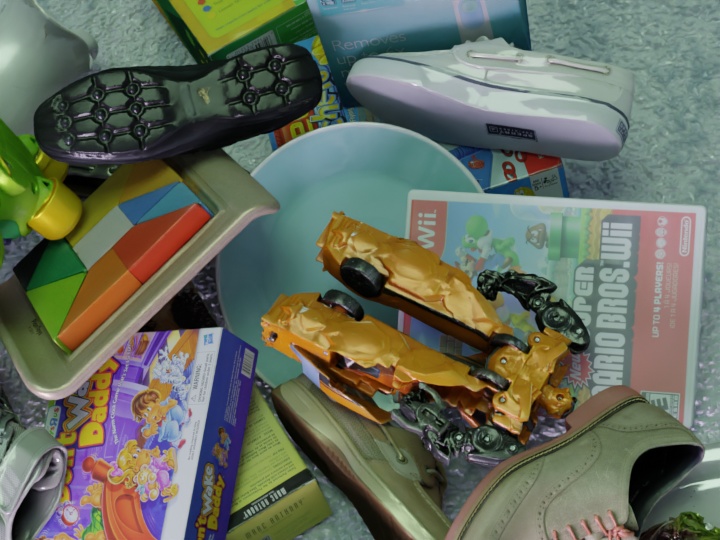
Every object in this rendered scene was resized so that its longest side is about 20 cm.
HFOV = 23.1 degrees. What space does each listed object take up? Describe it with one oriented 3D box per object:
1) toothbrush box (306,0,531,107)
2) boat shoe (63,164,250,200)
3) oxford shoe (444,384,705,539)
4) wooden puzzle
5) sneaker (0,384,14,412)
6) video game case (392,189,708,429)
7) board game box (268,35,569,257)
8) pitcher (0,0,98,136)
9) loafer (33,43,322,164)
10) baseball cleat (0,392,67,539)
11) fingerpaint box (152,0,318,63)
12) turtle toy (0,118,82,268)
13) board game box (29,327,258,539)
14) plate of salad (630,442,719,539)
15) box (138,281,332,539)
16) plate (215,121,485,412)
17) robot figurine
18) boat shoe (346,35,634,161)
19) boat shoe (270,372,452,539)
[{"bbox_3d":[0.034,-0.218,1.220,0.145,0.201,0.086,-8,52,8],"label":"toothbrush box"},{"bbox_3d":[-0.154,-0.061,1.316,0.200,0.072,0.066,19,72,26],"label":"boat shoe"},{"bbox_3d":[0.123,0.144,1.044,0.200,0.071,0.075,-40,41,-23],"label":"oxford shoe"},{"bbox_3d":[-0.165,-0.017,1.191,0.200,0.037,0.185,-40,31,-5],"label":"wooden puzzle"},{"bbox_3d":[-0.281,0.102,1.224,0.080,0.075,0.200,-31,53,-8],"label":"sneaker"},{"bbox_3d":[0.123,0.024,1.156,0.198,0.017,0.144,4,88,15],"label":"video game case"},{"bbox_3d":[0.033,-0.102,1.297,0.194,0.056,0.201,-18,52,2],"label":"board game box"},{"bbox_3d":[-0.289,-0.120,1.367,0.121,0.172,0.200,45,94,8],"label":"pitcher"},{"bbox_3d":[-0.123,-0.108,1.210,0.199,0.070,0.069,-12,78,-4],"label":"loafer"},{"bbox_3d":[-0.240,0.098,1.145,0.106,0.070,0.202,-14,71,16],"label":"baseball cleat"},{"bbox_3d":[-0.063,-0.245,1.418,0.199,0.074,0.167,-31,53,-9],"label":"fingerpaint box"},{"bbox_3d":[-0.272,-0.057,1.197,0.101,0.146,0.200,-44,30,8],"label":"turtle toy"},{"bbox_3d":[-0.147,0.141,1.130,0.133,0.045,0.202,-5,65,31],"label":"board game box"},{"bbox_3d":[0.220,0.184,1.042,0.198,0.048,0.201,-7,54,10],"label":"plate of salad"},{"bbox_3d":[-0.099,0.100,1.191,0.075,0.050,0.200,-32,53,-8],"label":"box"},{"bbox_3d":[0.000,0.000,1.204,0.198,0.026,0.202,0,87,2],"label":"plate"},{"bbox_3d":[0.046,0.047,1.121,0.199,0.058,0.145,27,62,14],"label":"robot figurine"},{"bbox_3d":[0.091,-0.129,1.216,0.198,0.072,0.066,10,64,19],"label":"boat shoe"},{"bbox_3d":[0.022,0.128,1.122,0.065,0.072,0.200,-33,54,-17],"label":"boat shoe"}]
